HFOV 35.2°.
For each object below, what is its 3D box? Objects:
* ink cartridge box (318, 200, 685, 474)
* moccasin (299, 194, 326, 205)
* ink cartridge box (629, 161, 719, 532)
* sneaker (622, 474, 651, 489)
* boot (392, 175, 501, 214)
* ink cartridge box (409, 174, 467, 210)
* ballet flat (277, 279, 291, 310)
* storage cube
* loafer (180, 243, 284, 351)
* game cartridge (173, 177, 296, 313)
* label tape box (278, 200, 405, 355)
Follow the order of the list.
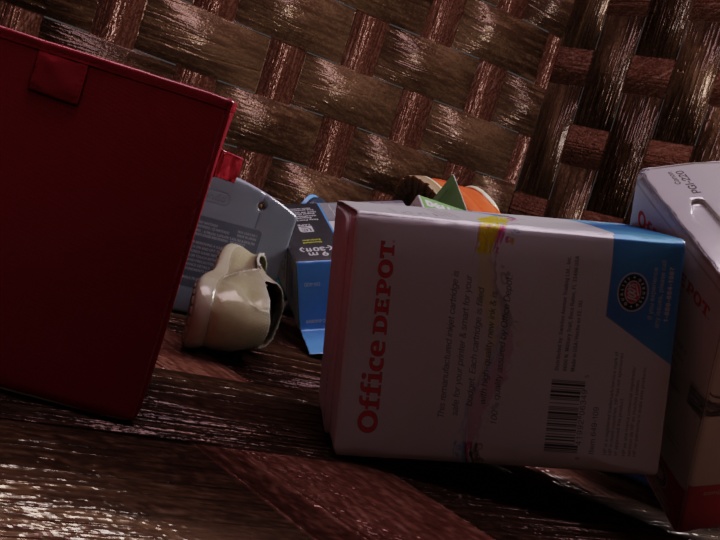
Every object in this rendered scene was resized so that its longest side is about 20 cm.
[{"bbox_3d":[0.080,0.037,0.732,0.200,0.147,0.146,5,6,-6],"label":"ink cartridge box"},{"bbox_3d":[-0.034,-0.023,1.266,0.068,0.080,0.200,35,-11,16],"label":"moccasin"},{"bbox_3d":[0.232,0.047,0.749,0.085,0.200,0.146,-7,35,-7],"label":"ink cartridge box"},{"bbox_3d":[0.219,0.125,0.893,0.200,0.078,0.066,18,6,36],"label":"sneaker"},{"bbox_3d":[0.129,-0.030,1.174,0.107,0.075,0.200,2,38,-39],"label":"boot"},{"bbox_3d":[0.055,0.009,0.953,0.059,0.104,0.200,16,37,-29],"label":"ink cartridge box"},{"bbox_3d":[-0.130,-0.001,1.311,0.200,0.069,0.069,27,9,36],"label":"ballet flat"},{"bbox_3d":[-0.181,-0.036,0.651,0.200,0.180,0.171,17,4,-11],"label":"storage cube"},{"bbox_3d":[-0.097,0.029,0.930,0.068,0.076,0.200,18,13,-1],"label":"loafer"},{"bbox_3d":[-0.158,-0.030,1.018,0.200,0.133,0.040,15,10,-35],"label":"game cartridge"},{"bbox_3d":[0.000,0.000,1.092,0.144,0.063,0.200,-3,27,-15],"label":"label tape box"}]
